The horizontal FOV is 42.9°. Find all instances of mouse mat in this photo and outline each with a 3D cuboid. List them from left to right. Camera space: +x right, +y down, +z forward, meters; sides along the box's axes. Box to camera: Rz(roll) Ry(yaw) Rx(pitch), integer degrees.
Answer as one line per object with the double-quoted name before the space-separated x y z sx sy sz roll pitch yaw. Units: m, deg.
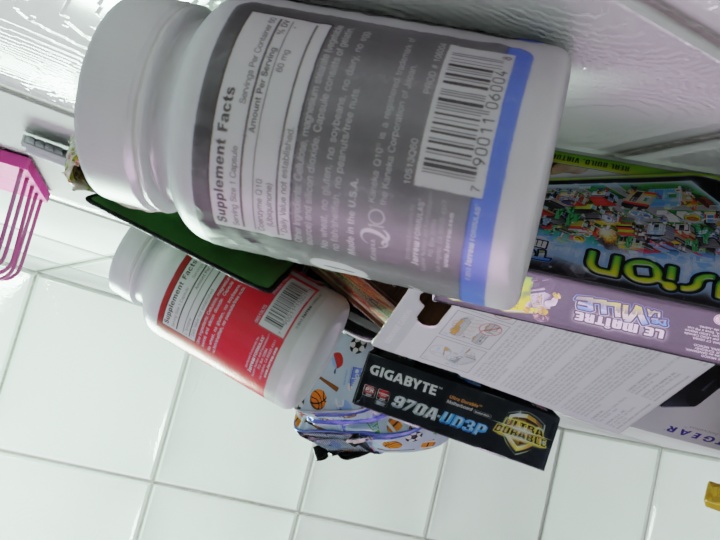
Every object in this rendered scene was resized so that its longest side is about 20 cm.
"mouse mat" -0.128 -0.035 0.777 0.160 0.008 0.200 27 -169 1

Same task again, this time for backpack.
"backpack" 0.024 0.109 1.007 0.189 0.202 0.154 0 162 23

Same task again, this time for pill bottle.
"pill bottle" -0.119 0.029 0.817 0.199 0.113 0.112 29 173 10
"pill bottle" -0.016 -0.058 0.408 0.198 0.115 0.114 13 171 12

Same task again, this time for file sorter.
"file sorter" -0.439 -0.065 1.014 0.138 0.127 0.200 16 171 -11

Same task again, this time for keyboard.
"keyboard" -0.215 -0.085 0.852 0.198 0.011 0.056 21 -166 -22

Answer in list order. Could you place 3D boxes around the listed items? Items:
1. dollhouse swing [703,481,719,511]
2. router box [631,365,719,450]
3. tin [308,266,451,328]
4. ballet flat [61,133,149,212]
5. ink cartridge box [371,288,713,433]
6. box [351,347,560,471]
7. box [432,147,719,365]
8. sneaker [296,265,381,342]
"dollhouse swing" 0.367 0.116 0.673 0.180 0.178 0.200 14 171 24
"router box" 0.252 0.063 0.691 0.198 0.049 0.180 15 145 -5
"tin" 0.000 0.000 0.771 0.200 0.042 0.112 41 164 -9
"ballet flat" -0.132 -0.062 0.690 0.198 0.064 0.076 13 134 9
"ink cartridge box" 0.127 0.029 0.601 0.198 0.057 0.163 23 144 -5
"box" 0.082 0.111 0.796 0.157 0.046 0.200 19 180 7
"box" 0.146 -0.010 0.465 0.198 0.110 0.035 12 133 16
"sneaker" -0.048 0.020 0.923 0.199 0.076 0.116 31 173 13
